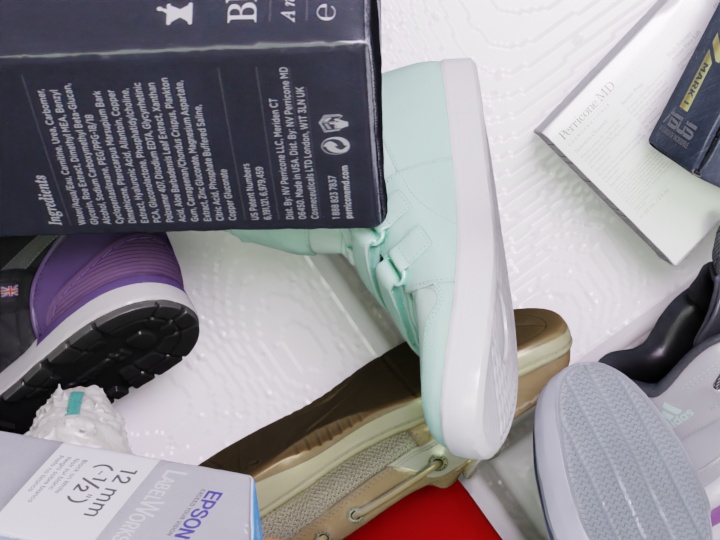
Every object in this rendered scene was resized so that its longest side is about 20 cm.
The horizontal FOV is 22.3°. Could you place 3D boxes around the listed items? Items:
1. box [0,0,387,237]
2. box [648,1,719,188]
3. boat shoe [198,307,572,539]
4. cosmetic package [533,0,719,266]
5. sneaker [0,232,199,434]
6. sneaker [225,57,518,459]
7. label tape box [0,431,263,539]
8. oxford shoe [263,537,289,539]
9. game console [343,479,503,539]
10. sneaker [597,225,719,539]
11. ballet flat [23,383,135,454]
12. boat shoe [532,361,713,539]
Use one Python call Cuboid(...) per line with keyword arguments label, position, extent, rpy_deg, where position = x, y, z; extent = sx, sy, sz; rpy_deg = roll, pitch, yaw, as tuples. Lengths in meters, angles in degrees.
Cuboid(label="box", position=(-0.090, -0.126, 0.707), extent=(0.198, 0.118, 0.198), rpy_deg=(-2, 59, 3))
Cuboid(label="box", position=(0.237, -0.078, 0.733), extent=(0.199, 0.051, 0.159), rpy_deg=(23, 102, -22))
Cuboid(label="boat shoe", position=(0.008, 0.083, 0.788), extent=(0.199, 0.073, 0.063), rpy_deg=(-30, 105, 5))
Cuboid(label="cosmetic package", position=(0.171, -0.104, 0.774), extent=(0.083, 0.051, 0.200), rpy_deg=(44, 95, -5))
Cuboid(label="sneaker", position=(-0.162, 0.033, 0.800), extent=(0.199, 0.076, 0.088), rpy_deg=(-29, 60, 14))
Cuboid(label="sneaker", position=(0.000, 0.000, 0.738), extent=(0.117, 0.202, 0.074), rpy_deg=(-9, 136, 5))
Cuboid(label="label tape box", position=(-0.074, 0.146, 0.681), extent=(0.198, 0.066, 0.145), rpy_deg=(6, 120, 21))
Cuboid(label="oxford shoe", position=(0.007, 0.144, 0.734), extent=(0.198, 0.072, 0.072), rpy_deg=(4, 54, -2))
Cuboid(label="game console", position=(0.024, 0.225, 0.822), extent=(0.200, 0.119, 0.172), rpy_deg=(-39, 123, 5))
Cuboid(label="sneaker", position=(0.185, 0.037, 0.758), extent=(0.198, 0.078, 0.141), rpy_deg=(-22, 108, 3))
Cuboid(label="ballet flat", position=(-0.126, 0.132, 0.789), extent=(0.071, 0.072, 0.201), rpy_deg=(15, 124, 1))
Cuboid(label="boat shoe", position=(0.102, 0.136, 0.705), extent=(0.073, 0.067, 0.202), rpy_deg=(3, 56, -31))
